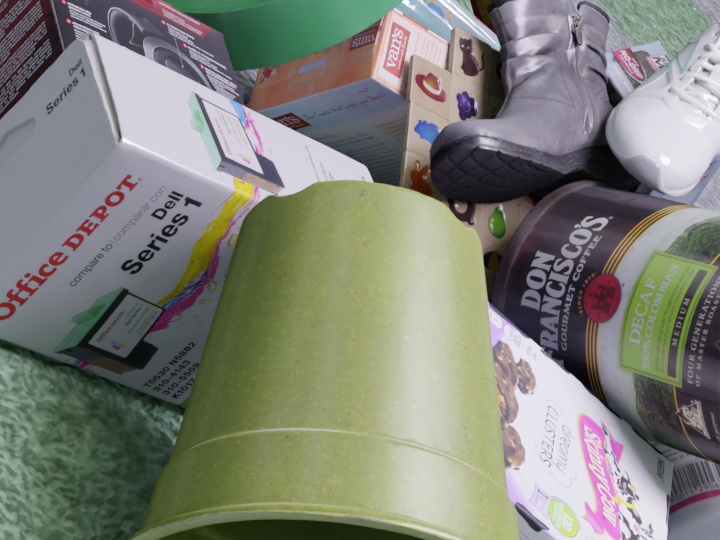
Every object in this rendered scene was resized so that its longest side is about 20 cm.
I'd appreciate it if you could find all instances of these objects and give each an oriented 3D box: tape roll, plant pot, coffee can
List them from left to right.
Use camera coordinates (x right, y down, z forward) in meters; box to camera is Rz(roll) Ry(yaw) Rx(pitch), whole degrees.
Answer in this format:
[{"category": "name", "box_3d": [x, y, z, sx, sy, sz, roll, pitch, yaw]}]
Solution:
[{"category": "tape roll", "box_3d": [-0.048, -0.208, 1.505, 0.201, 0.199, 0.048, -95, 165, -52]}, {"category": "plant pot", "box_3d": [-0.006, 0.067, 1.108, 0.199, 0.199, 0.191, 28, 55, -34]}, {"category": "coffee can", "box_3d": [0.197, 0.034, 1.390, 0.146, 0.147, 0.199, 22, -4, -41]}]

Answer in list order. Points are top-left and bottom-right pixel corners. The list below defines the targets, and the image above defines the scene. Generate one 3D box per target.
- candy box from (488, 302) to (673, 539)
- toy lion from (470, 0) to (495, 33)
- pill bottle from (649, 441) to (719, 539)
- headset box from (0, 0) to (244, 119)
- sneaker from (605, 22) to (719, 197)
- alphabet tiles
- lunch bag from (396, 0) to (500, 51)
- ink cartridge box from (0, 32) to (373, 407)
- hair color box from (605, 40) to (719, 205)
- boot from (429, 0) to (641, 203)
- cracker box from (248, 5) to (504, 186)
[{"category": "candy box", "box_3d": [0.079, 0.110, 1.293, 0.200, 0.072, 0.168, 41, 27, -12]}, {"category": "toy lion", "box_3d": [0.094, -0.261, 1.698, 0.192, 0.068, 0.202, 114, -35, -83]}, {"category": "pill bottle", "box_3d": [0.212, 0.121, 1.536, 0.113, 0.113, 0.201, 29, 31, -33]}, {"category": "headset box", "box_3d": [-0.138, -0.089, 1.335, 0.148, 0.077, 0.201, 24, 33, -40]}, {"category": "sneaker", "box_3d": [0.217, -0.116, 1.484, 0.070, 0.080, 0.200, 38, 39, 2]}, {"category": "alphabet tiles", "box_3d": [0.087, -0.047, 1.474, 0.166, 0.006, 0.201, 23, 62, -36]}, {"category": "lunch bag", "box_3d": [0.021, -0.177, 1.647, 0.200, 0.077, 0.160, 38, 2, -16]}, {"category": "ink cartridge box", "box_3d": [-0.102, -0.016, 1.208, 0.199, 0.145, 0.084, 24, 33, -40]}, {"category": "hair color box", "box_3d": [0.171, -0.054, 1.619, 0.060, 0.200, 0.099, -14, 60, -31]}, {"category": "boot", "box_3d": [0.098, -0.113, 1.465, 0.199, 0.069, 0.133, 4, 71, -54]}, {"category": "cracker box", "box_3d": [0.042, -0.096, 1.549, 0.199, 0.133, 0.058, 28, 66, -34]}]
